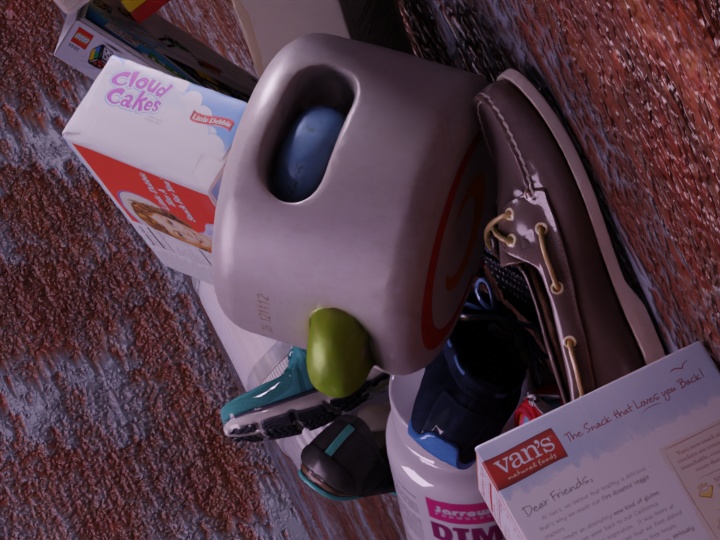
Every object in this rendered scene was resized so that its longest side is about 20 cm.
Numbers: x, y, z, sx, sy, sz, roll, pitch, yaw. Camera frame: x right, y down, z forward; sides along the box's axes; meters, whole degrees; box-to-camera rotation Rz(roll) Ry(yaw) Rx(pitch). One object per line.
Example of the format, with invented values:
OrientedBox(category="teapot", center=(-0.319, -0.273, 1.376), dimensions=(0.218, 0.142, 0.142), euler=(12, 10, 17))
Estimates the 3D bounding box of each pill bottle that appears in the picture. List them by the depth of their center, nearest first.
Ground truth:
OrientedBox(category="pill bottle", center=(0.078, 0.133, 1.850), dimensions=(0.113, 0.113, 0.200), euler=(59, 169, 36))

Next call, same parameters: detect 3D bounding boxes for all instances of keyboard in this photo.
OrientedBox(category="keyboard", center=(0.097, 0.006, 1.648), dimensions=(0.104, 0.040, 0.200), euler=(67, 170, -15))

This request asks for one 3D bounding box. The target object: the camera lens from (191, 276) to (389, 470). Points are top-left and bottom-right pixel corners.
OrientedBox(category="camera lens", center=(-0.025, 0.038, 2.041), dimensions=(0.200, 0.160, 0.160), euler=(62, 170, 23))

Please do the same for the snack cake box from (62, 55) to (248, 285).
OrientedBox(category="snack cake box", center=(-0.099, -0.052, 1.751), dimensions=(0.115, 0.067, 0.200), euler=(23, 164, 24))

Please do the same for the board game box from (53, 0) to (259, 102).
OrientedBox(category="board game box", center=(-0.114, -0.124, 1.846), dimensions=(0.200, 0.035, 0.126), euler=(32, -164, -11))

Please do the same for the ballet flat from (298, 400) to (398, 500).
OrientedBox(category="ballet flat", center=(0.016, 0.130, 1.927), dimensions=(0.068, 0.068, 0.200), euler=(34, -174, 14))

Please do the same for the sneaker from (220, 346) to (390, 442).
OrientedBox(category="sneaker", center=(-0.016, 0.057, 1.911), dimensions=(0.080, 0.200, 0.078), euler=(56, 171, 12))

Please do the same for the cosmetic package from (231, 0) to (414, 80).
OrientedBox(category="cosmetic package", center=(-0.029, -0.174, 1.674), dimensions=(0.104, 0.073, 0.200), euler=(-68, -34, -54))

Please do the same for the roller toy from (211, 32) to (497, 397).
OrientedBox(category="roller toy", center=(-0.005, -0.041, 1.565), dimensions=(0.200, 0.140, 0.183), euler=(-47, -30, -62))

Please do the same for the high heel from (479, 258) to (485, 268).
OrientedBox(category="high heel", center=(0.000, 0.000, 1.731), dimensions=(0.067, 0.096, 0.200), euler=(29, -170, 40))

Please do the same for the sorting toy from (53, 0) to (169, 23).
OrientedBox(category="sorting toy", center=(-0.141, -0.268, 1.836), dimensions=(0.070, 0.200, 0.199), euler=(51, -177, -40))

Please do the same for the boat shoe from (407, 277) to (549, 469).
OrientedBox(category="boat shoe", center=(0.083, 0.058, 1.673), dimensions=(0.084, 0.069, 0.200), euler=(29, -157, -9))

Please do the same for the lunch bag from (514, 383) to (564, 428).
OrientedBox(category="lunch bag", center=(0.145, 0.147, 1.635), dimensions=(0.200, 0.082, 0.176), euler=(87, 161, -67))

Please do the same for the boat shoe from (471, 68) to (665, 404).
OrientedBox(category="boat shoe", center=(0.105, -0.012, 1.484), dimensions=(0.200, 0.059, 0.072), euler=(66, 172, -3))

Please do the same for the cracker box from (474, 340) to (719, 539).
OrientedBox(category="cracker box", center=(0.161, 0.151, 1.357), dimensions=(0.058, 0.134, 0.200), euler=(81, 162, -62))
